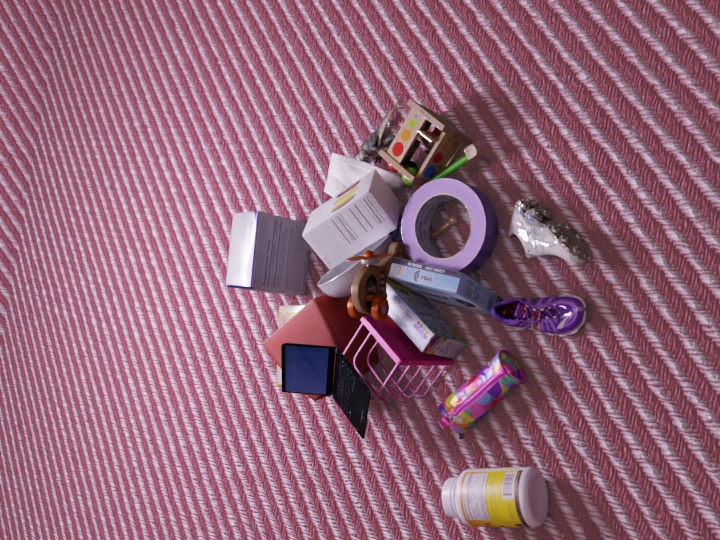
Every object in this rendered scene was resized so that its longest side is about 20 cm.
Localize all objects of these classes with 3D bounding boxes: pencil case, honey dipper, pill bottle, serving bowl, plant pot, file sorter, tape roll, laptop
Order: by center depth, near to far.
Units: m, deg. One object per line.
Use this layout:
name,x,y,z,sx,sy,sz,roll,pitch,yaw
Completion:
pill bottle,0.261,0.446,1.491,0.196,0.108,0.113,-13,74,37
pencil case,0.246,0.252,1.552,0.200,0.087,0.089,-48,57,23
laptop,-0.077,0.256,1.605,0.201,0.102,0.180,49,151,32
tape roll,0.191,-0.091,1.628,0.195,0.084,0.207,-1,87,28
file sorter,0.075,0.194,1.630,0.139,0.197,0.127,47,114,33
serving bowl,0.000,0.000,1.693,0.198,0.200,0.067,-30,100,32
honey dipper,0.144,-0.060,1.720,0.199,0.038,0.039,-39,60,23
plant pot,-0.072,0.183,1.768,0.199,0.198,0.179,-40,73,28

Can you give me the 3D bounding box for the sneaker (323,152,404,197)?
sneaker,0.008,-0.194,1.784,0.196,0.073,0.119,19,97,21

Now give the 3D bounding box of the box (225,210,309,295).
box,-0.230,-0.040,1.917,0.103,0.198,0.190,2,84,39

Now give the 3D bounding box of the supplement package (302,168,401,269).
supplement package,-0.018,-0.116,1.721,0.198,0.110,0.115,-31,23,26

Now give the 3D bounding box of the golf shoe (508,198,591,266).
golf shoe,0.374,-0.055,1.514,0.201,0.077,0.099,50,131,39

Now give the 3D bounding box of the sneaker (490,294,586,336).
sneaker,0.347,0.088,1.494,0.196,0.082,0.083,-6,80,38

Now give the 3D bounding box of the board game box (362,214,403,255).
board game box,0.010,-0.079,1.823,0.200,0.043,0.201,-52,55,18

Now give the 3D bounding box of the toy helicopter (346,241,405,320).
toy helicopter,0.036,0.000,1.568,0.077,0.201,0.135,4,127,35

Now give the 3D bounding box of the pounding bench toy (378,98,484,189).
pounding bench toy,0.162,-0.246,1.673,0.200,0.123,0.158,45,111,35

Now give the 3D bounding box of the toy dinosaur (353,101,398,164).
toy dinosaur,0.047,-0.310,1.833,0.201,0.047,0.089,-52,49,17

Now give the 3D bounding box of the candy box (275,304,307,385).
candy box,-0.171,0.192,1.944,0.100,0.026,0.206,-5,79,41

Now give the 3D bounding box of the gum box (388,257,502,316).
gum box,0.177,0.036,1.561,0.167,0.199,0.046,14,82,37

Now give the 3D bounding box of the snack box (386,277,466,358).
snack box,0.123,0.100,1.639,0.053,0.141,0.200,-53,54,16
